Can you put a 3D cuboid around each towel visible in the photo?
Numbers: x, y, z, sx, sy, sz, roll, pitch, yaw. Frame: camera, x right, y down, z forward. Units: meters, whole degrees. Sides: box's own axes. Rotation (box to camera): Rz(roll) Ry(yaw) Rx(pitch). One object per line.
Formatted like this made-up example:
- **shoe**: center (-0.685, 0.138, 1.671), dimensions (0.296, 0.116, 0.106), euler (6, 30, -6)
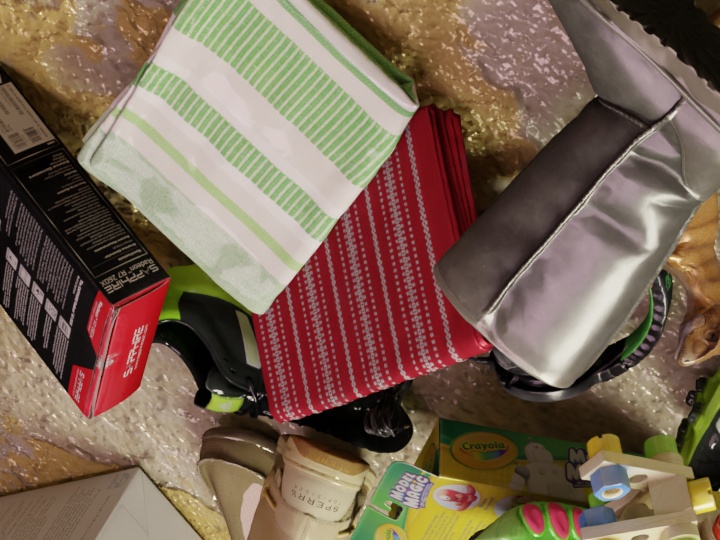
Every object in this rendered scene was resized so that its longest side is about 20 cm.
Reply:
- **towel**: center (0.000, 0.000, 1.165), dimensions (0.200, 0.022, 0.146), euler (-23, 73, 47)
- **towel**: center (-0.067, -0.082, 1.150), dimensions (0.152, 0.023, 0.200), euler (41, 128, 0)

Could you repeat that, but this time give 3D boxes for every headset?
- **headset**: center (0.085, 0.033, 1.154), dimensions (0.199, 0.094, 0.124), euler (-29, 112, 35)

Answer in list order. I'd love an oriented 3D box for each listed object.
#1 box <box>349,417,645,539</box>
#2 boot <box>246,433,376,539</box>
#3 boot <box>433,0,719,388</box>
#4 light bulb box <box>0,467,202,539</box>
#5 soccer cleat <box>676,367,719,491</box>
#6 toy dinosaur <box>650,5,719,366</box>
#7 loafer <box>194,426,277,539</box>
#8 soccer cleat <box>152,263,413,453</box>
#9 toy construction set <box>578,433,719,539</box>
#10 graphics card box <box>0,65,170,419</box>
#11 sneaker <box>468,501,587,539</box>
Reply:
- **box**: center (0.101, 0.152, 1.246), dimensions (0.199, 0.049, 0.118), euler (10, 142, -13)
- **boot**: center (-0.045, 0.191, 1.309), dimensions (0.072, 0.156, 0.200), euler (21, 173, -1)
- **boot**: center (0.102, -0.061, 1.014), dimensions (0.182, 0.072, 0.200), euler (50, 132, 10)
- **light bulb box**: center (-0.207, 0.278, 1.575), dimensions (0.199, 0.125, 0.199), euler (-16, 121, 42)
- **soccer cleat**: center (0.231, 0.074, 1.112), dimensions (0.081, 0.068, 0.201), euler (23, 138, 4)
- **toy dinosaur**: center (0.163, -0.053, 1.051), dimensions (0.106, 0.060, 0.201), euler (3, 111, 29)
- **loafer**: center (-0.059, 0.197, 1.438), dimensions (0.076, 0.068, 0.200), euler (-9, 125, 39)
- **soccer cleat**: center (-0.060, 0.072, 1.300), dimensions (0.199, 0.081, 0.068), euler (32, 141, 1)
- **toy construction set**: center (0.208, 0.144, 1.082), dimensions (0.199, 0.093, 0.131), euler (9, 145, -1)
- **graphics card box**: center (-0.204, -0.019, 1.268), dimensions (0.200, 0.051, 0.126), euler (48, 145, 21)
- **sneaker**: center (0.150, 0.184, 1.205), dimensions (0.199, 0.077, 0.084), euler (23, 159, -25)
